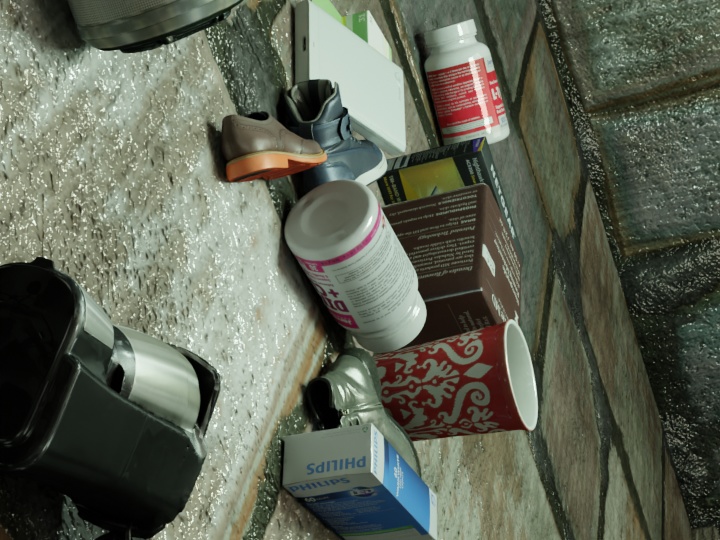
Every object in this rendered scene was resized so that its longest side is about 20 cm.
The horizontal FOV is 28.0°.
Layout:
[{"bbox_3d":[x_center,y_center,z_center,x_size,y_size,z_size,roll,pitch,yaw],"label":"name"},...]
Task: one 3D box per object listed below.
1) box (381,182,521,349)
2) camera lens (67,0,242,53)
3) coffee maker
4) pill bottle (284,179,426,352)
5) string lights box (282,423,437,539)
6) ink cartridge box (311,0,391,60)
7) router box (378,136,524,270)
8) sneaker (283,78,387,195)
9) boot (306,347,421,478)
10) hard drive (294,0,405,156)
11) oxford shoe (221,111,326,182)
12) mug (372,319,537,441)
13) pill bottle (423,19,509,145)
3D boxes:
[{"bbox_3d":[0.114,0.022,1.919,0.201,0.163,0.166,-83,154,-44],"label":"box"},{"bbox_3d":[-0.191,-0.297,1.227,0.160,0.159,0.201,-63,138,-62],"label":"camera lens"},{"bbox_3d":[-0.197,0.113,0.996,0.200,0.134,0.193,40,42,-60],"label":"coffee maker"},{"bbox_3d":[0.000,0.000,1.679,0.200,0.113,0.114,59,26,-43],"label":"pill bottle"},{"bbox_3d":[0.003,0.237,1.555,0.200,0.102,0.059,54,32,-52],"label":"string lights box"},{"bbox_3d":[-0.008,-0.287,1.942,0.200,0.048,0.146,51,33,-58],"label":"ink cartridge box"},{"bbox_3d":[0.128,-0.075,2.035,0.052,0.156,0.201,-69,142,-59],"label":"router box"},{"bbox_3d":[-0.029,-0.169,1.757,0.202,0.077,0.147,-52,130,-65],"label":"sneaker"},{"bbox_3d":[-0.003,0.196,1.647,0.201,0.067,0.131,67,25,-10],"label":"boot"},{"bbox_3d":[-0.012,-0.244,1.850,0.200,0.026,0.133,29,51,-46],"label":"hard drive"},{"bbox_3d":[-0.091,-0.140,1.570,0.200,0.071,0.073,-14,87,-71],"label":"oxford shoe"},{"bbox_3d":[0.109,0.157,1.767,0.178,0.199,0.134,58,26,-47],"label":"mug"},{"bbox_3d":[0.168,-0.303,2.365,0.112,0.112,0.201,-42,119,-69],"label":"pill bottle"}]
